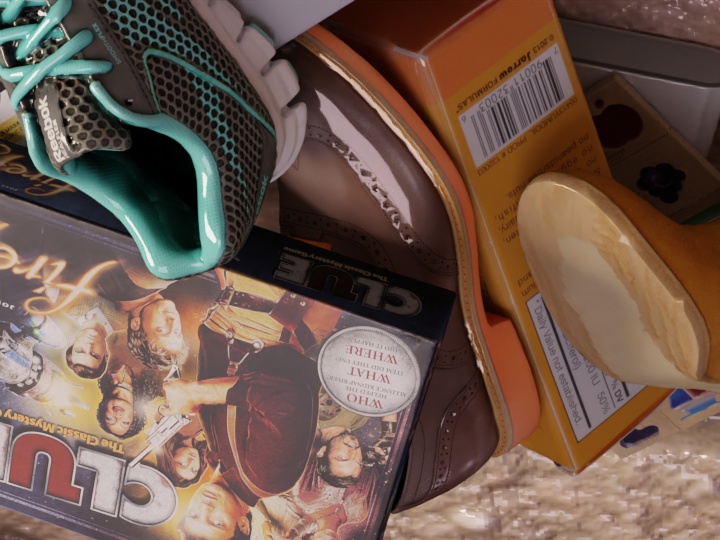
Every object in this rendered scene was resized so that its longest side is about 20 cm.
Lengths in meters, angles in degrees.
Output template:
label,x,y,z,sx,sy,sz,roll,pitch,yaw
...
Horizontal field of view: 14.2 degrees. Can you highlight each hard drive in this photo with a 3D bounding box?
label,x,y,z,sx,sy,sz,roll,pitch,yaw
hard drive,0.065,-0.019,1.177,0.131,0.026,0.200,11,135,1

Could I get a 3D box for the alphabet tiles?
label,x,y,z,sx,sy,sz,roll,pitch,yaw
alphabet tiles,0.081,0.017,1.185,0.200,0.008,0.167,-29,122,34

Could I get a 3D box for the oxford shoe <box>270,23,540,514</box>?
label,x,y,z,sx,sy,sz,roll,pitch,yaw
oxford shoe,0.000,0.000,1.045,0.071,0.073,0.200,13,135,55

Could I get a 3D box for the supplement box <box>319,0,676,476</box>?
label,x,y,z,sx,sy,sz,roll,pitch,yaw
supplement box,0.054,-0.022,1.089,0.066,0.069,0.200,25,143,48

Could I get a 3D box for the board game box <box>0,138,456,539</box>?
label,x,y,z,sx,sy,sz,roll,pitch,yaw
board game box,-0.078,0.037,1.034,0.199,0.035,0.136,18,124,5

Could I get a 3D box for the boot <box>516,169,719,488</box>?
label,x,y,z,sx,sy,sz,roll,pitch,yaw
boot,0.150,-0.009,1.093,0.071,0.144,0.201,0,138,50

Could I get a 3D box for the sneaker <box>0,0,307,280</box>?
label,x,y,z,sx,sy,sz,roll,pitch,yaw
sneaker,-0.088,-0.077,0.919,0.077,0.091,0.200,-26,124,29

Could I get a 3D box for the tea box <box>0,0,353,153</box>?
label,x,y,z,sx,sy,sz,roll,pitch,yaw
tea box,-0.111,-0.159,1.002,0.200,0.134,0.197,-29,123,32
